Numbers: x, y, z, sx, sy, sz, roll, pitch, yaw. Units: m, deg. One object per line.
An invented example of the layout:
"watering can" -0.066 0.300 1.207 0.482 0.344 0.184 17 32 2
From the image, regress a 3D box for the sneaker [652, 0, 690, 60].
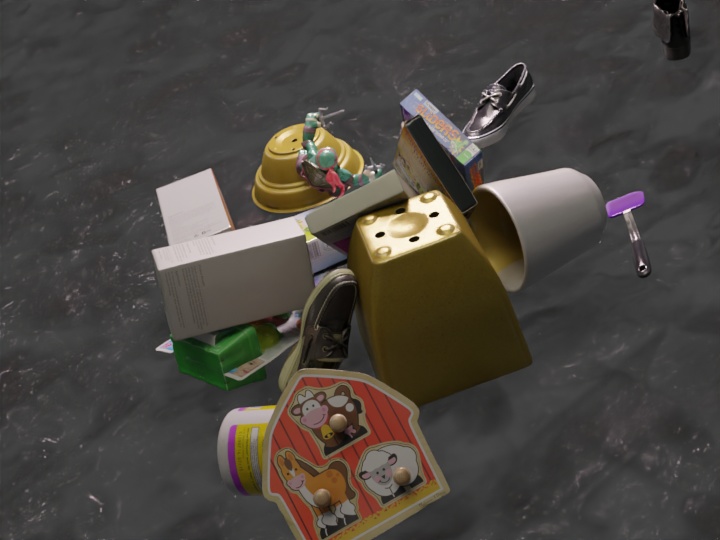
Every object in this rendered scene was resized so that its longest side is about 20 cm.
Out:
"sneaker" 0.523 -0.427 1.976 0.059 0.105 0.201 -11 35 12

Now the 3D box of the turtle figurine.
"turtle figurine" -0.048 -0.169 1.810 0.100 0.150 0.200 -40 0 -12

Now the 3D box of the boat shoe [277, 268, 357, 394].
"boat shoe" -0.043 0.094 1.481 0.071 0.202 0.066 1 35 -39

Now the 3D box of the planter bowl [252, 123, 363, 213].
"planter bowl" -0.100 -0.188 1.971 0.198 0.084 0.201 -13 34 9

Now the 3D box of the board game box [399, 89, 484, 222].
"board game box" 0.120 -0.156 1.676 0.034 0.200 0.135 -40 69 -9

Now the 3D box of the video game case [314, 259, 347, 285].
"video game case" 0.000 0.000 1.668 0.198 0.019 0.143 -17 22 -10

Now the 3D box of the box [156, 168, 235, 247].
"box" -0.239 -0.047 1.806 0.097 0.125 0.201 -21 34 -4

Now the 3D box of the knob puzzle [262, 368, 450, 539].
"knob puzzle" -0.023 0.199 1.299 0.217 0.222 0.030 -19 -10 0

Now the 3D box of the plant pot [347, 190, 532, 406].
"plant pot" 0.082 0.022 1.483 0.192 0.201 0.196 -20 34 -1

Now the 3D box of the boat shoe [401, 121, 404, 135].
"boat shoe" 0.116 -0.175 1.869 0.072 0.075 0.201 -12 42 -8

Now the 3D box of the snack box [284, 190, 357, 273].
"snack box" -0.039 -0.058 1.739 0.198 0.054 0.142 -23 22 -23

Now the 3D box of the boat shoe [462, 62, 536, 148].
"boat shoe" 0.225 -0.275 1.943 0.071 0.068 0.200 14 47 40

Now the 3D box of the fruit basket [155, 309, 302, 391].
"fruit basket" -0.158 0.075 1.626 0.184 0.095 0.200 16 44 41

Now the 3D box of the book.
"book" 0.020 -0.064 1.567 0.133 0.200 0.048 -25 73 11

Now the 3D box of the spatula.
"spatula" 0.372 -0.051 1.599 0.056 0.021 0.201 -23 34 17

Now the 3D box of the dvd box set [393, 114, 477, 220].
"dvd box set" 0.101 -0.123 1.637 0.029 0.147 0.200 -31 -8 -8

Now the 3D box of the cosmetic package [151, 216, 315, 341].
"cosmetic package" -0.165 0.010 1.554 0.198 0.109 0.085 -13 23 -12

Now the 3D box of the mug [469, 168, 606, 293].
"mug" 0.238 -0.078 1.597 0.152 0.150 0.187 -21 51 -17

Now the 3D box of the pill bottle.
"pill bottle" -0.060 0.208 1.378 0.198 0.105 0.105 -6 36 19
